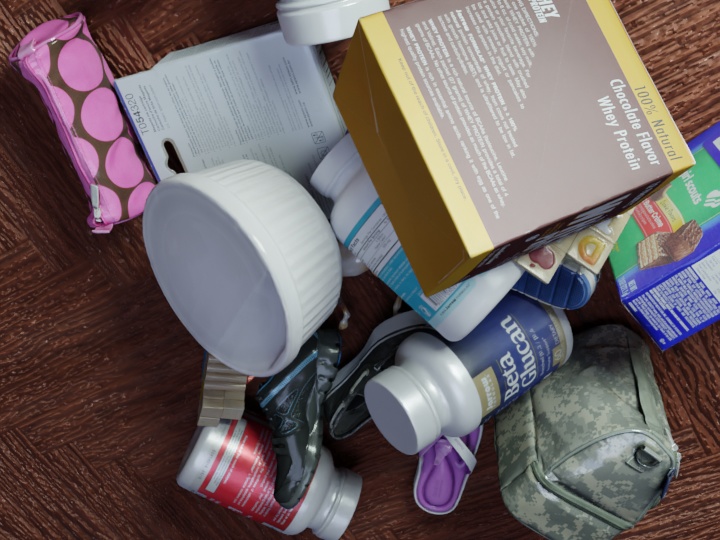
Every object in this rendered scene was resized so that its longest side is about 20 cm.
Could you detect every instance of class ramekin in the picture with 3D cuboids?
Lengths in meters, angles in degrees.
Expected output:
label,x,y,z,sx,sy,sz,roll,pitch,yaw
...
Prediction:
label,x,y,z,sx,sy,sz,roll,pitch,yaw
ramekin,-0.104,-0.009,0.878,0.202,0.094,0.203,28,135,32

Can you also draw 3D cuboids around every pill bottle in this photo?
label,x,y,z,sx,sy,sz,roll,pitch,yaw
pill bottle,0.105,0.094,0.930,0.199,0.111,0.112,-31,122,-26
pill bottle,-0.040,-0.294,0.764,0.113,0.114,0.201,-8,114,12
pill bottle,-0.104,0.238,1.101,0.199,0.112,0.113,27,121,-8
pill bottle,0.049,-0.039,0.859,0.200,0.111,0.111,43,119,4

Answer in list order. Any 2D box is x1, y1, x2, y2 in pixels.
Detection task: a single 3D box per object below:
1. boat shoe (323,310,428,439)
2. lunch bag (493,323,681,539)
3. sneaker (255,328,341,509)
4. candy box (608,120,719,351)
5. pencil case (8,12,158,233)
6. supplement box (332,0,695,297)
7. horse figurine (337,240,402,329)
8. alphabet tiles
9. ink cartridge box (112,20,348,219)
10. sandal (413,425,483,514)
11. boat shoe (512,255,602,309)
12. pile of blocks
label,x,y,z,sx,sy,sz,roll,pitch,yaw
boat shoe,0.026,0.117,1.022,0.070,0.064,0.200,16,135,-30
lunch bag,0.237,0.164,0.962,0.139,0.200,0.168,30,121,-11
sneaker,-0.077,0.156,1.023,0.081,0.073,0.201,10,90,-5
candy box,0.321,-0.048,0.841,0.200,0.169,0.077,-35,115,24
pencil case,-0.265,-0.139,0.907,0.090,0.094,0.201,-5,120,31
supplement box,0.114,-0.115,0.757,0.199,0.133,0.198,-22,81,-15
horse figurine,0.000,0.000,0.983,0.199,0.050,0.133,-6,126,14
alphabet tiles,0.172,-0.095,0.836,0.166,0.200,0.006,34,162,-2
ink cartridge box,-0.111,-0.130,0.924,0.199,0.043,0.197,-11,120,16
sandal,0.101,0.214,1.097,0.082,0.050,0.204,2,121,6
boat shoe,0.143,-0.028,0.929,0.199,0.072,0.073,28,133,17
pile of blocks,-0.135,0.075,1.028,0.062,0.082,0.201,7,107,-14
